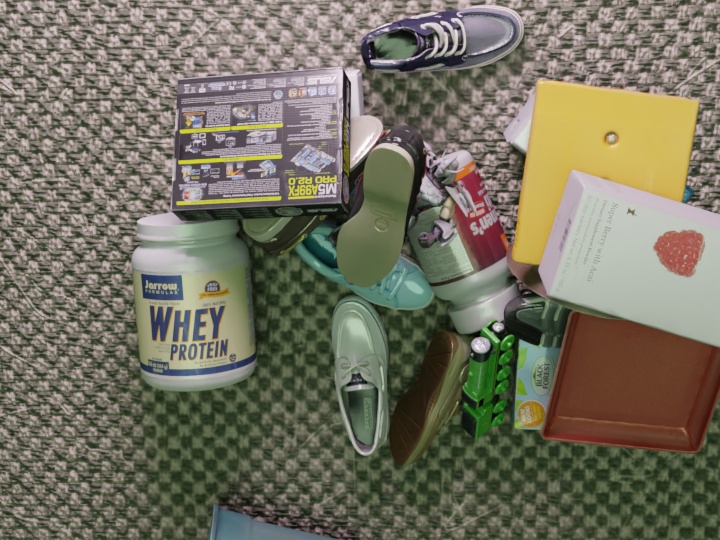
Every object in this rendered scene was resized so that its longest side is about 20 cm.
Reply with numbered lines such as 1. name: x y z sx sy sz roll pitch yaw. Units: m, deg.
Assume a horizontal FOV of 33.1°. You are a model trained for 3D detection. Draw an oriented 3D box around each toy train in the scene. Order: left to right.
1. toy train: 0.151 0.135 1.472 0.056 0.201 0.042 -31 55 -22

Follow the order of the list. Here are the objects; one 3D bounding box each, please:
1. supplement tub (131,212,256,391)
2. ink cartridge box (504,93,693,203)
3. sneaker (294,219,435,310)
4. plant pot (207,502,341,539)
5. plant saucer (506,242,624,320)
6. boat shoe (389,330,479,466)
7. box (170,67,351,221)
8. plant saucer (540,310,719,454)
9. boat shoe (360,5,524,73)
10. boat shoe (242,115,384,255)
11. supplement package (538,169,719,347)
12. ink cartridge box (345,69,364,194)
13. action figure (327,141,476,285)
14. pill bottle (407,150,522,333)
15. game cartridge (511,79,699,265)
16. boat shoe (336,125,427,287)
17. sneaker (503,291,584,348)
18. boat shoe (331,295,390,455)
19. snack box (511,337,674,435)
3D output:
1. supplement tub: -0.204 0.034 1.483 0.144 0.145 0.202 -3 100 5
2. ink cartridge box: 0.272 -0.127 1.411 0.199 0.145 0.084 37 101 -3
3. sneaker: 0.000 0.000 1.494 0.199 0.082 0.074 24 102 -1
4. plant pot: -0.104 0.408 1.530 0.194 0.200 0.202 9 101 -5
5. plant saucer: 0.270 -0.006 1.413 0.199 0.201 0.032 12 117 2
6. boat shoe: 0.097 0.166 1.521 0.064 0.071 0.201 7 123 -31
7. box: -0.111 -0.141 1.369 0.198 0.044 0.162 -3 76 11
8. plant saucer: 0.325 0.124 1.432 0.198 0.037 0.201 6 124 -1
9. boat shoe: 0.096 -0.268 1.432 0.198 0.093 0.075 -11 100 6
10. boat shoe: -0.046 -0.097 1.406 0.200 0.072 0.060 -43 138 -2
11. supplement package: 0.301 -0.013 1.261 0.199 0.120 0.122 16 103 0
12. ink cartridge box: -0.094 -0.162 1.469 0.198 0.084 0.146 -3 101 4
13. action figure: 0.048 -0.069 1.385 0.200 0.069 0.131 -41 77 36
14. pill bottle: 0.120 -0.033 1.465 0.109 0.110 0.201 -23 98 8
15. game cartridge: 0.265 -0.097 1.322 0.175 0.032 0.202 8 104 3
16. boat shoe: 0.025 -0.066 1.329 0.073 0.063 0.202 24 130 9
17. sneaker: 0.259 0.030 1.466 0.198 0.116 0.075 2 131 -12
18. boat shoe: 0.003 0.133 1.525 0.073 0.065 0.202 -11 100 10
19. snack box: 0.292 0.128 1.511 0.198 0.053 0.143 2 100 2
